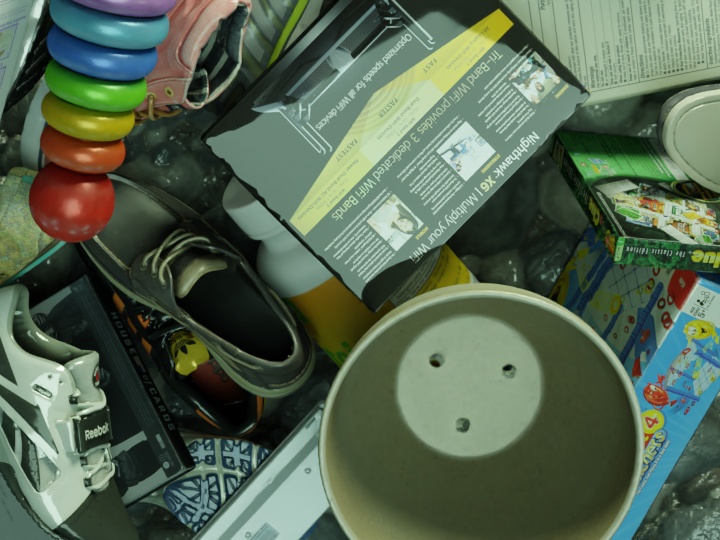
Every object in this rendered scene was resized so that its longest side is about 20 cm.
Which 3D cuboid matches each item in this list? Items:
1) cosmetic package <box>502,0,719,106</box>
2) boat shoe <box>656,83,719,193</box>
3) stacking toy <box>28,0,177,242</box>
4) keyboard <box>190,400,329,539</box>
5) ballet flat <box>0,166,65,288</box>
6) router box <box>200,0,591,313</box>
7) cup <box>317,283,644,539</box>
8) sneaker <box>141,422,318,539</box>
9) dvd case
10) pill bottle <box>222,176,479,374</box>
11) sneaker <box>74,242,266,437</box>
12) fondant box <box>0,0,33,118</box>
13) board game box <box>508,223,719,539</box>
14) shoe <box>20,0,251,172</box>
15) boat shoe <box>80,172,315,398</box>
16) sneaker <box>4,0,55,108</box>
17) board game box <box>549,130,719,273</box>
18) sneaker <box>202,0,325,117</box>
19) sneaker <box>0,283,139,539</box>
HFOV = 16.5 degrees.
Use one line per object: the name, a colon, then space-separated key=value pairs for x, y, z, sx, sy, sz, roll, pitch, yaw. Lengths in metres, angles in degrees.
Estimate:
cosmetic package: x=0.177 y=-0.174 z=1.653 sx=0.199 sy=0.071 sz=0.106 roll=-10 pitch=114 yaw=-4
boat shoe: x=0.258 y=-0.095 z=1.661 sx=0.200 sy=0.063 sz=0.073 roll=2 pitch=117 yaw=-42
stacking toy: x=-0.167 y=-0.113 z=1.538 sx=0.085 sy=0.085 sz=0.201 roll=11 pitch=110 yaw=-12
keyboard: x=-0.073 y=0.179 z=1.699 sx=0.056 sy=0.011 sz=0.200 roll=42 pitch=93 yaw=-19
ballet flat: x=-0.264 y=-0.003 z=1.645 sx=0.071 sy=0.071 sz=0.200 roll=36 pitch=126 yaw=-20
router box: x=0.022 y=-0.099 z=1.578 sx=0.200 sy=0.052 sz=0.157 roll=-45 pitch=97 yaw=2
cup: x=0.072 y=0.092 z=1.581 sx=0.200 sy=0.143 sz=0.201 roll=0 pitch=104 yaw=-1
sneaker: x=-0.123 y=0.136 z=1.734 sx=0.199 sy=0.085 sz=0.077 roll=19 pitch=98 yaw=-5
dvd case: x=-0.227 y=0.115 z=1.679 sx=0.200 sy=0.025 sz=0.151 roll=-31 pitch=82 yaw=19
pill bottle: x=0.000 y=0.000 z=1.679 sx=0.111 sy=0.111 sz=0.200 roll=-38 pitch=112 yaw=8
sneaker: x=-0.125 y=0.028 z=1.684 sx=0.070 sy=0.090 sz=0.200 roll=-34 pitch=113 yaw=6
fondant box: x=-0.287 y=-0.157 z=1.550 sx=0.144 sy=0.058 sz=0.200 roll=29 pitch=121 yaw=16
board game box: x=0.177 y=0.057 z=1.681 sx=0.056 sy=0.200 sz=0.196 roll=23 pitch=107 yaw=-18
shoe: x=-0.145 y=-0.118 z=1.601 sx=0.091 sy=0.071 sz=0.200 roll=39 pitch=117 yaw=20
boat shoe: x=-0.107 y=0.000 z=1.620 sx=0.200 sy=0.073 sz=0.075 roll=38 pitch=75 yaw=4
sneaker: x=-0.229 y=-0.188 z=1.590 sx=0.081 sy=0.074 sz=0.201 roll=22 pitch=113 yaw=8
board game box: x=0.195 y=-0.047 z=1.639 sx=0.104 sy=0.200 sz=0.024 roll=3 pitch=112 yaw=-9
sneaker: x=-0.065 y=-0.183 z=1.616 sx=0.081 sy=0.074 sz=0.201 roll=12 pitch=108 yaw=-9
sneaker: x=-0.193 y=0.099 z=1.603 sx=0.088 sy=0.074 sz=0.200 roll=-34 pitch=95 yaw=17
